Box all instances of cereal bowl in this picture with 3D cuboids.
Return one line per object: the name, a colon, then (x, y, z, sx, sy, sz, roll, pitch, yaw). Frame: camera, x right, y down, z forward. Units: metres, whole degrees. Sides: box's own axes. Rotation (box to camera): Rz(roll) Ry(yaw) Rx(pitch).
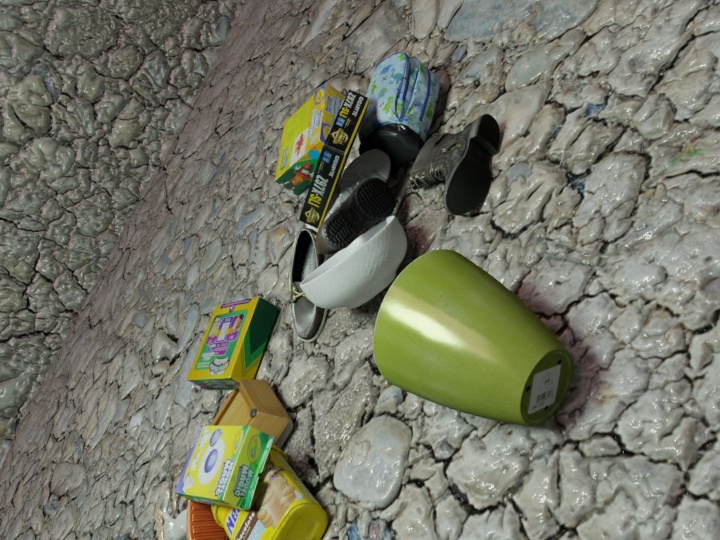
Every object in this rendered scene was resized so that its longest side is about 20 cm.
cereal bowl: (0.000, 0.000, 1.248, 0.198, 0.084, 0.200, -36, 7, 5)

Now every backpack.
backpack: (0.073, -0.304, 1.418, 0.162, 0.153, 0.202, -15, 38, 59)

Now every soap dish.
soap dish: (-0.213, 0.301, 1.328, 0.202, 0.081, 0.157, -56, 29, 2)

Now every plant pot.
plant pot: (0.147, 0.096, 0.906, 0.198, 0.186, 0.190, 27, 85, 45)

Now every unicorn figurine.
unicorn figurine: (-0.311, 0.443, 1.369, 0.201, 0.072, 0.140, -52, 36, 39)

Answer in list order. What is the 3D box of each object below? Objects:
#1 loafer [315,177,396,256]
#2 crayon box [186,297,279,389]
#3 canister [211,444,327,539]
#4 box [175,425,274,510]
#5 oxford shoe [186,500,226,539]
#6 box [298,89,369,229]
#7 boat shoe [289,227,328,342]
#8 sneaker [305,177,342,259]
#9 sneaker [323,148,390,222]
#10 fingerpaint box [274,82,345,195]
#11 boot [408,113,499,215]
loafer: (-0.015, -0.092, 1.282, 0.199, 0.074, 0.071, -38, 4, -41)
crayon box: (-0.265, 0.154, 1.567, 0.198, 0.058, 0.176, -12, 54, 52)
canister: (-0.141, 0.368, 1.154, 0.150, 0.086, 0.199, -59, 31, -2)
box: (-0.211, 0.304, 1.181, 0.198, 0.048, 0.119, -14, 51, 50)
oxford shoe: (-0.256, 0.466, 1.216, 0.073, 0.070, 0.203, -43, 48, 32)
box: (-0.049, -0.199, 1.378, 0.201, 0.048, 0.162, 115, 177, -49)
boat shoe: (-0.100, 0.025, 1.381, 0.070, 0.060, 0.206, -4, 75, 24)
sneaker: (-0.052, -0.105, 1.478, 0.080, 0.075, 0.204, -17, 49, 37)
sneaker: (-0.014, -0.126, 1.395, 0.202, 0.077, 0.112, -58, -2, -6)
fingerpaint box: (-0.110, -0.300, 1.736, 0.166, 0.073, 0.203, -35, 37, 36)
boot: (0.139, -0.160, 1.249, 0.173, 0.069, 0.203, -14, 44, 54)
